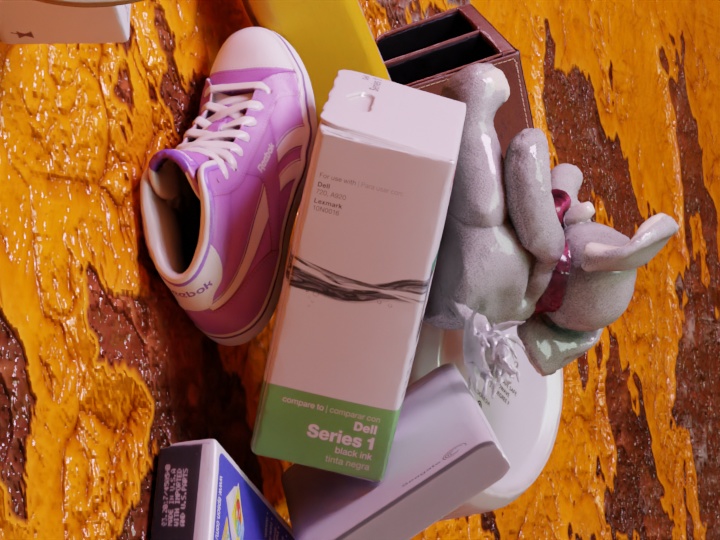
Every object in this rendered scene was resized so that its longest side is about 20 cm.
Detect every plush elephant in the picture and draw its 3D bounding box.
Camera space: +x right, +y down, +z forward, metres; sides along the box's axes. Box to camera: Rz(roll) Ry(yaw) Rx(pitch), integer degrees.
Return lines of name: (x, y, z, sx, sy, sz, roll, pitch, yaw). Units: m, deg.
plush elephant: (0.107, -0.017, 1.857, 0.154, 0.165, 0.201, -1, 59, -36)

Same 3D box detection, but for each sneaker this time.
sneaker: (-0.080, -0.070, 1.746, 0.114, 0.072, 0.202, 47, 41, -55)

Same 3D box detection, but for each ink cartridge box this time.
ink cartridge box: (-0.070, 0.228, 1.721, 0.200, 0.047, 0.199, 57, 30, -55)
ink cartridge box: (0.000, 0.000, 1.746, 0.146, 0.084, 0.201, -76, 179, -72)

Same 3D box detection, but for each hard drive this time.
hard drive: (0.017, 0.119, 1.774, 0.027, 0.132, 0.200, 56, 2, -12)

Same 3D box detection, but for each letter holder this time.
letter holder: (0.048, -0.060, 2.090, 0.101, 0.141, 0.201, -127, -160, -60)

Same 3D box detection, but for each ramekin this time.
ramekin: (0.056, 0.073, 1.981, 0.202, 0.094, 0.204, 6, 83, -55)

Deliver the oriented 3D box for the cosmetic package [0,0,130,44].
cosmetic package: (-0.155, -0.228, 1.541, 0.102, 0.071, 0.201, 76, 14, -69)

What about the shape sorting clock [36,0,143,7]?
shape sorting clock: (-0.135, -0.224, 1.462, 0.039, 0.199, 0.201, 116, -23, -67)

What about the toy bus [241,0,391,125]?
toy bus: (-0.038, -0.167, 1.858, 0.078, 0.065, 0.201, 61, -4, 47)
